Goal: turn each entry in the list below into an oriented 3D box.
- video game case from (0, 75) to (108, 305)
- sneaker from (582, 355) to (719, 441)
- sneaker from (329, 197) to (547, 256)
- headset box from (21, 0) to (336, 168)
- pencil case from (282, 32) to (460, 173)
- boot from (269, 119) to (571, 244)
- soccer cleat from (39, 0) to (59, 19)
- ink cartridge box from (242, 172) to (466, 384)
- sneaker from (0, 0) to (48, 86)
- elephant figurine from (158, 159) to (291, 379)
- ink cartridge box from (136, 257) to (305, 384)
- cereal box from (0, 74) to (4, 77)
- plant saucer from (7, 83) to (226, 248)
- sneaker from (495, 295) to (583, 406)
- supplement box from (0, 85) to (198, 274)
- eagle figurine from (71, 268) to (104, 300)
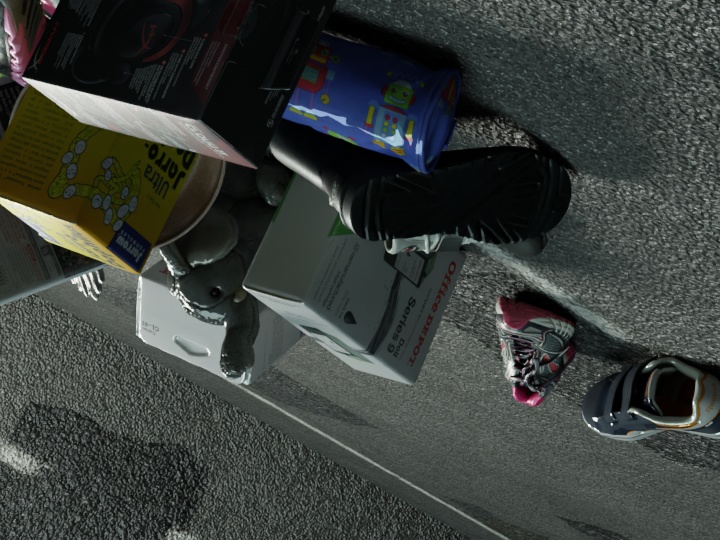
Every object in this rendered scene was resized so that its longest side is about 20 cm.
[{"bbox_3d":[-0.306,-0.085,1.625,0.201,0.181,0.023,66,154,4],"label":"video game case"},{"bbox_3d":[0.290,0.126,1.759,0.079,0.079,0.199,28,158,-37],"label":"sneaker"},{"bbox_3d":[0.062,-0.043,1.485,0.199,0.089,0.074,26,167,-9],"label":"sneaker"},{"bbox_3d":[-0.114,-0.162,1.183,0.199,0.150,0.075,15,166,38],"label":"headset box"},{"bbox_3d":[-0.021,-0.136,1.276,0.199,0.079,0.087,21,176,20],"label":"pencil case"},{"bbox_3d":[0.044,-0.086,1.362,0.198,0.077,0.168,-5,-152,-23],"label":"boot"},{"bbox_3d":[-0.199,-0.215,1.355,0.200,0.087,0.070,45,-168,29],"label":"soccer cleat"},{"bbox_3d":[0.000,0.000,1.649,0.084,0.147,0.200,13,164,39],"label":"ink cartridge box"},{"bbox_3d":[-0.325,-0.217,1.534,0.095,0.080,0.200,19,167,-4],"label":"sneaker"},{"bbox_3d":[-0.141,-0.013,1.708,0.154,0.200,0.142,2,136,49],"label":"elephant figurine"},{"bbox_3d":[-0.121,0.018,1.843,0.147,0.200,0.086,20,124,22],"label":"ink cartridge box"},{"bbox_3d":[-0.414,-0.210,1.620,0.040,0.143,0.200,55,-176,32],"label":"cereal box"},{"bbox_3d":[-0.220,-0.114,1.587,0.199,0.201,0.037,28,-160,-13],"label":"plant saucer"},{"bbox_3d":[0.180,0.085,1.811,0.080,0.075,0.200,20,166,22],"label":"sneaker"},{"bbox_3d":[-0.202,-0.118,1.424,0.109,0.201,0.109,19,167,29],"label":"supplement box"},{"bbox_3d":[-0.295,-0.086,1.709,0.151,0.202,0.150,17,171,-37],"label":"eagle figurine"}]
